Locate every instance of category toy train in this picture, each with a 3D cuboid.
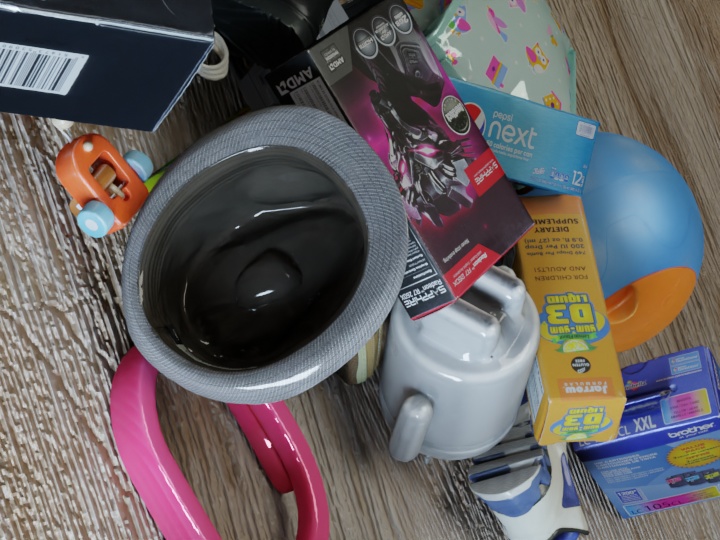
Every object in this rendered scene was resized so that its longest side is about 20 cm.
[{"bbox_3d":[-0.174,-0.116,1.175,0.150,0.056,0.200,48,45,-23],"label":"toy train"}]

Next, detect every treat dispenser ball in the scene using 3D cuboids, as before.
[{"bbox_3d":[0.205,-0.024,1.539,0.201,0.201,0.201,34,44,-40],"label":"treat dispenser ball"}]

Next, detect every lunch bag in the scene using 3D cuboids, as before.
[{"bbox_3d":[0.101,-0.178,1.475,0.170,0.122,0.200,51,30,-25],"label":"lunch bag"}]

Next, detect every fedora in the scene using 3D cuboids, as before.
[{"bbox_3d":[-0.057,-0.004,1.128,0.177,0.200,0.090,46,4,14],"label":"fedora"}]

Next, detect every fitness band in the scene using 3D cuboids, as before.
[{"bbox_3d":[-0.091,0.130,1.156,0.200,0.037,0.144,59,33,-8],"label":"fitness band"}]

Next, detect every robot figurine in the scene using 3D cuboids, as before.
[{"bbox_3d":[0.074,0.070,1.321,0.113,0.200,0.170,31,56,16],"label":"robot figurine"}]

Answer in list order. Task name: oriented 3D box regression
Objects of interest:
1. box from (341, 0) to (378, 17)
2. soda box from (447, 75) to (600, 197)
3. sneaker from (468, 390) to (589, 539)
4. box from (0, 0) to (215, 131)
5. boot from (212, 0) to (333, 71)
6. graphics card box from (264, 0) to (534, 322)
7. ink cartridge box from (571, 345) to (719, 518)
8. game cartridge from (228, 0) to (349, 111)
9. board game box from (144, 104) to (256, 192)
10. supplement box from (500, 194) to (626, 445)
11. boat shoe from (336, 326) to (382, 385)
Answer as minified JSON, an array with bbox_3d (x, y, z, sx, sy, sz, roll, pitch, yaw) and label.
[{"bbox_3d":[0.033,-0.146,1.510,0.200,0.046,0.159,62,32,-8],"label":"box"},{"bbox_3d":[0.089,-0.109,1.337,0.200,0.068,0.064,13,92,-37],"label":"soda box"},{"bbox_3d":[0.143,0.171,1.451,0.200,0.080,0.115,-69,141,-57],"label":"sneaker"},{"bbox_3d":[-0.206,-0.208,1.064,0.199,0.124,0.197,6,63,-25],"label":"box"},{"bbox_3d":[-0.093,-0.247,1.279,0.200,0.076,0.168,26,52,2],"label":"boot"},{"bbox_3d":[0.031,-0.081,1.197,0.125,0.051,0.200,-39,100,-47],"label":"graphics card box"},{"bbox_3d":[0.266,0.141,1.540,0.200,0.136,0.077,51,28,-51],"label":"ink cartridge box"},{"bbox_3d":[-0.064,-0.195,1.350,0.133,0.040,0.200,-1,53,-42],"label":"game cartridge"},{"bbox_3d":[-0.079,-0.064,1.291,0.102,0.048,0.200,59,33,-10],"label":"board game box"},{"bbox_3d":[0.157,0.036,1.358,0.069,0.066,0.200,99,-14,-55],"label":"supplement box"},{"bbox_3d":[0.000,0.000,1.262,0.072,0.076,0.200,44,-26,38],"label":"boat shoe"}]
